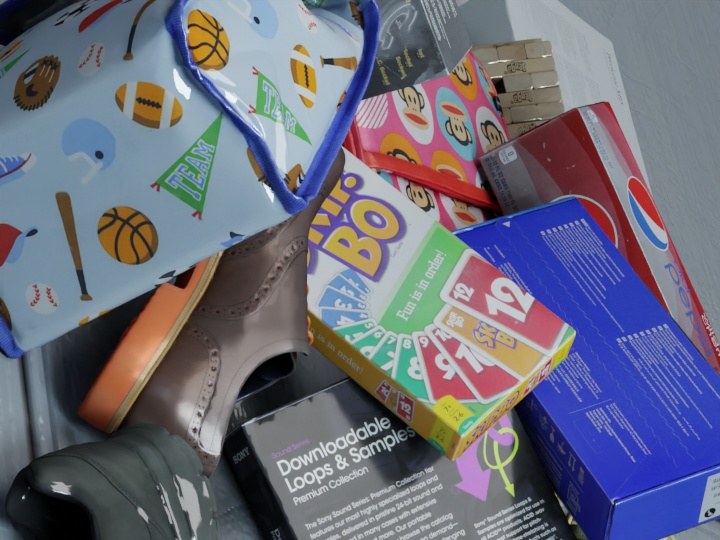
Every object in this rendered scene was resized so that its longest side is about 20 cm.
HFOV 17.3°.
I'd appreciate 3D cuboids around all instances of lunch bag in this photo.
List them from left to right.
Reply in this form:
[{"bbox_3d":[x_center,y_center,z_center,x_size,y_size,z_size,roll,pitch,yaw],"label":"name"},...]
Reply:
[{"bbox_3d":[-0.090,-0.081,1.039,0.124,0.169,0.200,58,28,-17],"label":"lunch bag"},{"bbox_3d":[0.018,-0.053,1.307,0.199,0.081,0.178,16,56,-56],"label":"lunch bag"}]

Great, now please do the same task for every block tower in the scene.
[{"bbox_3d":[0.101,-0.042,1.416,0.054,0.057,0.202,112,-31,-69],"label":"block tower"}]

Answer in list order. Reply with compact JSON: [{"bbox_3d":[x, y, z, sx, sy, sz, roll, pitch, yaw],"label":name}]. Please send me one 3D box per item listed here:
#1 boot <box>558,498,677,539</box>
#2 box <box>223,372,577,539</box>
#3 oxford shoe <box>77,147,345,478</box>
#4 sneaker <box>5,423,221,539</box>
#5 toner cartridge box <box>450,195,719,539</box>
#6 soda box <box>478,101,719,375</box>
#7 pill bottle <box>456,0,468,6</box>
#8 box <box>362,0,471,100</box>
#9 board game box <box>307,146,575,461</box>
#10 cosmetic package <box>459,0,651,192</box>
[{"bbox_3d":[0.111,0.132,1.299,0.154,0.072,0.201,30,36,-47],"label":"boot"},{"bbox_3d":[0.036,0.141,1.126,0.142,0.036,0.201,-21,83,-31],"label":"box"},{"bbox_3d":[-0.050,0.013,1.074,0.072,0.071,0.201,34,55,-1],"label":"oxford shoe"},{"bbox_3d":[-0.087,0.160,0.944,0.090,0.076,0.201,-2,60,-50],"label":"sneaker"},{"bbox_3d":[0.115,0.049,1.192,0.094,0.043,0.200,-15,46,-21],"label":"toner cartridge box"},{"bbox_3d":[0.143,0.011,1.310,0.201,0.070,0.063,66,23,2],"label":"soda box"},{"bbox_3d":[-0.026,-0.214,1.269,0.198,0.112,0.113,10,50,-21],"label":"pill bottle"},{"bbox_3d":[-0.053,-0.173,1.157,0.201,0.157,0.050,68,25,-16],"label":"box"},{"bbox_3d":[0.000,0.000,1.148,0.199,0.030,0.095,37,50,19],"label":"board game box"},{"bbox_3d":[0.131,-0.091,1.562,0.150,0.051,0.201,27,43,-45],"label":"cosmetic package"}]
